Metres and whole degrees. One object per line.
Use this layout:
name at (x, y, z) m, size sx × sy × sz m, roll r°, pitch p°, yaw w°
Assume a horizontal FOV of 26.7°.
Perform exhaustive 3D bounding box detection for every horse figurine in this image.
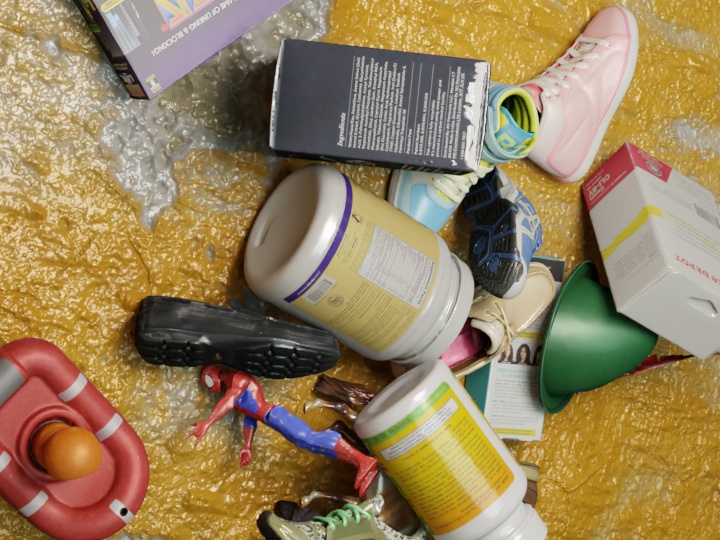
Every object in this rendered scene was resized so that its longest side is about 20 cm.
horse figurine at (0.002, 0.198, 1.534) m, size 0.131 × 0.050 × 0.202 m, roll 3°, pitch 72°, yaw -22°

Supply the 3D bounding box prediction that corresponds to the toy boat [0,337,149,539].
toy boat at (-0.272, 0.162, 1.376) m, size 0.131 × 0.130 × 0.200 m, roll -47°, pitch 115°, yaw -16°

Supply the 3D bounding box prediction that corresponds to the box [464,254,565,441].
box at (0.165, 0.081, 1.657) m, size 0.081 × 0.049 × 0.203 m, roll 7°, pitch 92°, yaw -29°

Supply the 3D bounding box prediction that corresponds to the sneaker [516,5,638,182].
sneaker at (0.227, -0.205, 1.644) m, size 0.104 × 0.075 × 0.202 m, roll 22°, pitch 89°, yaw -34°

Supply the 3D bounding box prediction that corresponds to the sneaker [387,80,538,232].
sneaker at (0.109, -0.112, 1.558) m, size 0.079 × 0.130 × 0.202 m, roll 31°, pitch 81°, yaw -30°

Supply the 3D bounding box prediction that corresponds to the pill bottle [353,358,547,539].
pill bottle at (0.093, 0.197, 1.482) m, size 0.111 × 0.111 × 0.201 m, roll -39°, pitch 97°, yaw -20°

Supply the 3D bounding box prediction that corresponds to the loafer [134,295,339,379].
loafer at (-0.117, 0.058, 1.462) m, size 0.198 × 0.068 × 0.071 m, roll 7°, pitch 53°, yaw -9°

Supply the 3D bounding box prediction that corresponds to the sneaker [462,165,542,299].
sneaker at (0.157, -0.035, 1.563) m, size 0.077 × 0.201 × 0.076 m, roll 33°, pitch 120°, yaw -20°

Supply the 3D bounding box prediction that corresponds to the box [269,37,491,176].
box at (0.015, -0.153, 1.451) m, size 0.197 × 0.148 × 0.106 m, roll 6°, pitch 92°, yaw -3°

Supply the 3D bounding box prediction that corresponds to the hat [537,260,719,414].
hat at (0.307, 0.085, 1.635) m, size 0.200 × 0.174 × 0.167 m, roll -53°, pitch 147°, yaw -40°

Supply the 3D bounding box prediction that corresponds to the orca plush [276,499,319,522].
orca plush at (-0.070, 0.337, 1.565) m, size 0.104 × 0.071 × 0.203 m, roll -6°, pitch 88°, yaw 16°

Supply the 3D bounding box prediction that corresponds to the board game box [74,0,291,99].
board game box at (-0.171, -0.283, 1.425) m, size 0.199 × 0.057 × 0.166 m, roll -39°, pitch 111°, yaw -20°

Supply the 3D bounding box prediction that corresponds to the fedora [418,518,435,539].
fedora at (0.061, 0.323, 1.607) m, size 0.199 × 0.082 × 0.203 m, roll -3°, pitch 97°, yaw -29°

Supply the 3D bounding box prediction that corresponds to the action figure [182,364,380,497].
action figure at (-0.089, 0.169, 1.473) m, size 0.199 × 0.065 × 0.099 m, roll 35°, pitch 76°, yaw 16°

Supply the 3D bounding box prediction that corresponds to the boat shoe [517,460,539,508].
boat shoe at (0.126, 0.235, 1.610) m, size 0.199 × 0.071 × 0.068 m, roll 15°, pitch 68°, yaw -48°

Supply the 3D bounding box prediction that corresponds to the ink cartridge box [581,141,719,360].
ink cartridge box at (0.333, -0.022, 1.655) m, size 0.144 × 0.201 × 0.083 m, roll 27°, pitch 126°, yaw -29°

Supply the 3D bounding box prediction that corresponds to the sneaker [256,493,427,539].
sneaker at (-0.013, 0.251, 1.459) m, size 0.199 × 0.077 × 0.089 m, roll 27°, pitch 80°, yaw -34°

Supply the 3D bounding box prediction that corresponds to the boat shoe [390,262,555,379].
boat shoe at (0.126, 0.064, 1.574) m, size 0.199 × 0.069 × 0.074 m, roll -35°, pitch 106°, yaw -6°

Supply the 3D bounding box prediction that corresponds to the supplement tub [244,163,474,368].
supplement tub at (0.000, 0.000, 1.501) m, size 0.199 × 0.145 × 0.147 m, roll 30°, pitch 81°, yaw -29°
